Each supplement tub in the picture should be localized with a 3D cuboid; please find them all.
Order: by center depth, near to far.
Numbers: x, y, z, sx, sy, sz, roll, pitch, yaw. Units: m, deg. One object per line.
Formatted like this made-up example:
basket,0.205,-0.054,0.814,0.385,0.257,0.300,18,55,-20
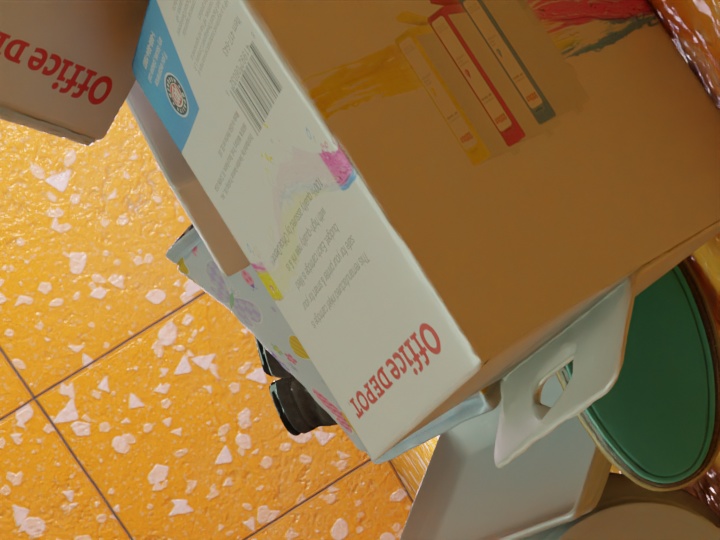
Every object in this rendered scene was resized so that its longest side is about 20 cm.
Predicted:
supplement tub,0.133,0.181,0.958,0.145,0.144,0.200,58,174,2

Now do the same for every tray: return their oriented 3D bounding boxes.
tray,0.080,0.105,0.914,0.022,0.108,0.200,32,150,-13

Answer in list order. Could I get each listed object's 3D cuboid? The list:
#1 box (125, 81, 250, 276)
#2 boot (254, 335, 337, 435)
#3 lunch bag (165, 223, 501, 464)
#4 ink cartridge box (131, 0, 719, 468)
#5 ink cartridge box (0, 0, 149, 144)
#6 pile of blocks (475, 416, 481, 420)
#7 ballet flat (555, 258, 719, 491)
box,-0.057,-0.121,0.780,0.200,0.124,0.098,62,177,23
boot,-0.014,0.018,1.195,0.070,0.131,0.201,-37,-58,-68
lunch bag,0.000,0.000,0.922,0.170,0.127,0.200,46,149,-3
ink cartridge box,0.030,-0.040,0.610,0.200,0.125,0.129,57,158,8
ink cartridge box,-0.111,-0.161,0.632,0.083,0.200,0.145,32,-174,25
pile of blocks,0.060,0.010,1.021,0.200,0.082,0.062,52,133,17
ballet flat,0.095,-0.008,0.724,0.063,0.068,0.201,-35,-78,-87
